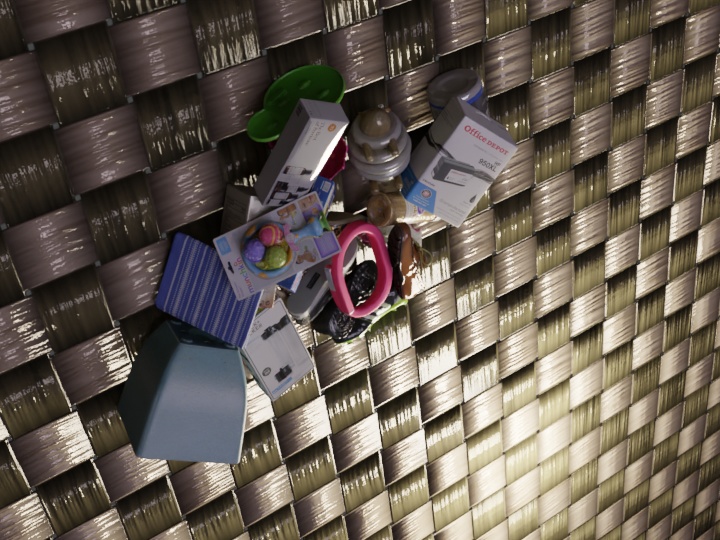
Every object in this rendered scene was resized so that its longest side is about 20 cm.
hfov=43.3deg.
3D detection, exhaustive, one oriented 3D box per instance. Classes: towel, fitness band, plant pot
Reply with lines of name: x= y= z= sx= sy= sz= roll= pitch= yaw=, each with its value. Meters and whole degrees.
towel: x=-0.264 y=0.034 z=1.598 sx=0.024 sy=0.197 sz=0.148 roll=-17 pitch=129 yaw=-69
fitness band: x=0.000 y=0.000 z=1.757 sx=0.143 sy=0.037 sz=0.203 roll=-41 pitch=133 yaw=-28
plant pot: x=-0.309 y=0.205 z=1.633 sx=0.192 sy=0.196 sz=0.204 roll=9 pitch=104 yaw=-29

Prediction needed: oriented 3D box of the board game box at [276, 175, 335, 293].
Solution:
board game box: x=-0.098 y=-0.062 z=1.632 sx=0.034 sy=0.135 sz=0.204 roll=22 pitch=85 yaw=1

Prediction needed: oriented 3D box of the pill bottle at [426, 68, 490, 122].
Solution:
pill bottle: x=0.207 y=-0.287 z=1.813 sx=0.113 sy=0.113 sz=0.202 roll=-35 pitch=130 yaw=-15

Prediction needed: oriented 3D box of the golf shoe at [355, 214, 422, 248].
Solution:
golf shoe: x=0.054 y=-0.081 z=1.852 sx=0.198 sy=0.074 sz=0.093 roll=29 pitch=73 yaw=-40

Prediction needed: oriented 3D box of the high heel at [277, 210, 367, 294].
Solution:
high heel: x=-0.078 y=-0.035 z=1.762 sx=0.195 sy=0.072 sz=0.146 roll=-11 pitch=117 yaw=-16

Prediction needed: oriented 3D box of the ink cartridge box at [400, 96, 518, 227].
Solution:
ink cartridge box: x=0.183 y=-0.206 z=1.739 sx=0.143 sy=0.085 sz=0.201 roll=23 pitch=117 yaw=-29

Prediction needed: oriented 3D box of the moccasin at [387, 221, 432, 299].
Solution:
moccasin: x=0.100 y=-0.021 z=1.799 sx=0.076 sy=0.074 sz=0.204 roll=-20 pitch=135 yaw=-6

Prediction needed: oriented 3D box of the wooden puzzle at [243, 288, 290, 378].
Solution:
wooden puzzle: x=-0.225 y=0.105 z=1.755 sx=0.199 sy=0.037 sz=0.187 roll=31 pitch=93 yaw=-43

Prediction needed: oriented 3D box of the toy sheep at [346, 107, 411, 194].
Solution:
toy sheep: x=0.036 y=-0.226 z=1.708 sx=0.136 sy=0.138 sz=0.202 roll=-31 pitch=148 yaw=-18

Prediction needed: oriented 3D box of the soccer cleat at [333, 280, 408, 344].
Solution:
soccer cleat: x=0.014 y=0.079 z=1.909 sx=0.198 sy=0.067 sz=0.082 roll=-36 pitch=112 yaw=-17

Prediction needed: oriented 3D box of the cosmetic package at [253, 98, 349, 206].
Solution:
cosmetic package: x=-0.101 y=-0.192 z=1.519 sx=0.081 sy=0.051 sz=0.201 roll=-4 pitch=142 yaw=-38

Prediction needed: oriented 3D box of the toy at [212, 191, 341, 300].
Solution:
toy: x=-0.142 y=-0.046 z=1.535 sx=0.196 sy=0.117 sz=0.047 roll=-25 pitch=171 yaw=-5

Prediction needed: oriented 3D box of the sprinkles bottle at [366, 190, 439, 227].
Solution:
sprinkles bottle: x=0.095 y=-0.126 z=1.813 sx=0.198 sy=0.068 sz=0.070 roll=-10 pitch=121 yaw=-51

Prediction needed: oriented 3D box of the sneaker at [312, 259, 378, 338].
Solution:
sneaker: x=-0.032 y=0.051 z=1.848 sx=0.201 sy=0.090 sz=0.077 roll=-51 pitch=121 yaw=-32

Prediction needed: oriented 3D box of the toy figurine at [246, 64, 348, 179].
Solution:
toy figurine: x=-0.094 y=-0.228 z=1.610 sx=0.200 sy=0.149 sz=0.186 roll=-44 pitch=141 yaw=-21

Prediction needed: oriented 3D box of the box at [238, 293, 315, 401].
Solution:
box: x=-0.176 y=0.141 z=1.745 sx=0.116 sy=0.060 sz=0.202 roll=-36 pitch=131 yaw=-17

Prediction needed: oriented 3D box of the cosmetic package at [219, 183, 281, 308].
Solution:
cosmetic package: x=-0.199 y=-0.043 z=1.634 sx=0.086 sy=0.103 sz=0.205 roll=1 pitch=107 yaw=-34

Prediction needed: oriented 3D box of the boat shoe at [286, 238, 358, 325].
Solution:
boat shoe: x=-0.073 y=0.019 z=1.802 sx=0.201 sy=0.070 sz=0.064 roll=-50 pitch=152 yaw=-13
